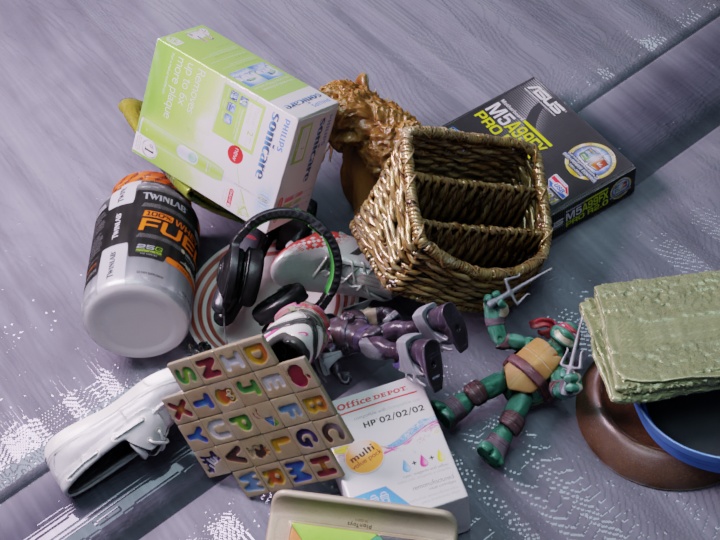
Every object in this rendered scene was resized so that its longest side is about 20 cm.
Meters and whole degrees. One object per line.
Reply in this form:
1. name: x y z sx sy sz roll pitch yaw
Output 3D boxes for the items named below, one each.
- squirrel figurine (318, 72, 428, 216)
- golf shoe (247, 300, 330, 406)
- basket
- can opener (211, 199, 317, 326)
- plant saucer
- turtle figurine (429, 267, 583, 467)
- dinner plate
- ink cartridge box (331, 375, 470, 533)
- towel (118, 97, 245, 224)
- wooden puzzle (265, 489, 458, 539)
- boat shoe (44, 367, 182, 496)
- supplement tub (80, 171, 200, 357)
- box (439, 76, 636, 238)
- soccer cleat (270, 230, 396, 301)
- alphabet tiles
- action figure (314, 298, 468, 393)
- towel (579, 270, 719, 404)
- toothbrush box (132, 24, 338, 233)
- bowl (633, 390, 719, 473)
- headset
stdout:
1. squirrel figurine: 0.011 -0.156 1.764 0.141 0.200 0.187 -27 63 -7
2. golf shoe: -0.110 0.119 1.564 0.072 0.200 0.092 36 22 0
3. basket: 0.116 -0.051 1.645 0.199 0.149 0.143 6 39 -35
4. can opener: -0.119 -0.025 1.733 0.078 0.064 0.200 16 53 20
5. plant saucer: 0.323 0.134 1.589 0.199 0.035 0.201 -3 50 4
6. turtle figurine: 0.174 0.102 1.593 0.200 0.101 0.149 -47 51 -12
7. dinner plate: -0.099 0.037 1.734 0.199 0.024 0.201 -4 49 5
8. ink cartridge box: 0.026 0.184 1.563 0.114 0.068 0.201 -17 50 -7
9. towel: -0.200 -0.130 1.821 0.023 0.143 0.200 -50 49 16
10. wooden puzzle: -0.011 0.313 1.433 0.184 0.037 0.201 5 74 12
11. boat shoe: -0.235 0.168 1.603 0.199 0.072 0.069 -27 59 -5
12. supplement tub: -0.244 -0.011 1.724 0.122 0.123 0.201 -5 45 4
13. box: 0.202 -0.129 1.818 0.160 0.044 0.200 -29 52 -15
14. soccer cleat: 0.000 0.000 1.690 0.199 0.069 0.085 -1 33 -25
15. alphabet tiles: -0.105 0.148 1.525 0.199 0.167 0.006 -18 18 37
16. action figure: 0.017 0.074 1.604 0.199 0.070 0.130 3 34 47
17. towel: 0.331 0.065 1.549 0.199 0.037 0.149 -9 49 1
18. toothbrush box: -0.141 -0.158 1.693 0.199 0.146 0.086 31 33 19
19. bowl: 0.371 0.117 1.548 0.199 0.039 0.201 -4 50 4
20. headset: -0.107 0.024 1.641 0.123 0.094 0.200 39 90 -11
